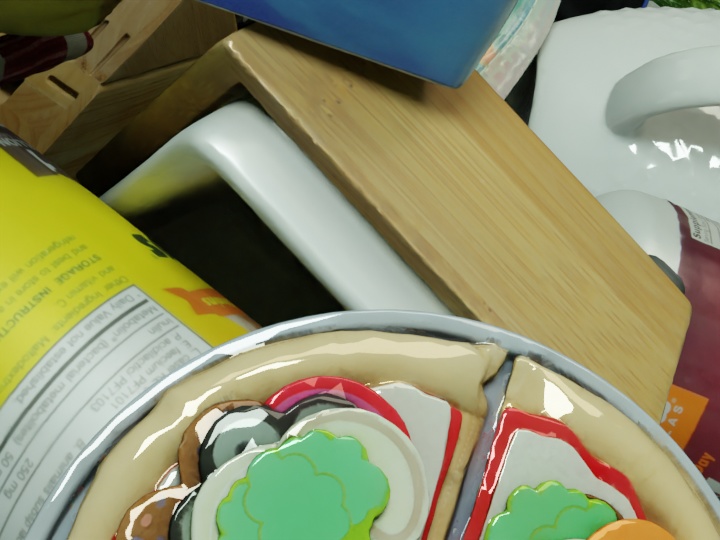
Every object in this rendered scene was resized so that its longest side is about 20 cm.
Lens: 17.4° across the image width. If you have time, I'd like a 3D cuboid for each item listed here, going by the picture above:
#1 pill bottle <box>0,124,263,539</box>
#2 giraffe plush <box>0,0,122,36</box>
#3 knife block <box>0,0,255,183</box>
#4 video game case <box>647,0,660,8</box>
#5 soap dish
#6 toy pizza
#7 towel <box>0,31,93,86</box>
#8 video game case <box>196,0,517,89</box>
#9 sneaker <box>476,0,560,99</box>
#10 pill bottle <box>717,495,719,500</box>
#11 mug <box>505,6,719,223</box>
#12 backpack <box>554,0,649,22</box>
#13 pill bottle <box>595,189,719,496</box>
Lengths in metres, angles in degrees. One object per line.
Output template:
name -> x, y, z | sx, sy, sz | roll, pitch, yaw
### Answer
pill bottle -> -0.069, 0.051, 0.649 | 0.200, 0.110, 0.109 | 37, 28, 18
giraffe plush -> -0.160, -0.130, 0.730 | 0.173, 0.200, 0.162 | 49, -19, -15
knife block -> -0.097, -0.059, 0.895 | 0.064, 0.176, 0.200 | 34, 72, 16
video game case -> 0.156, -0.076, 1.189 | 0.181, 0.024, 0.200 | -5, 42, -47
soap dish -> 0.000, 0.000, 0.696 | 0.157, 0.081, 0.200 | 46, -18, -7
toy pizza -> 0.010, 0.107, 0.562 | 0.199, 0.201, 0.032 | 25, -14, -5
towel -> -0.181, -0.046, 0.701 | 0.143, 0.023, 0.200 | -10, 10, 20
video game case -> -0.052, -0.155, 0.618 | 0.199, 0.046, 0.182 | 18, 48, -16
sneaker -> 0.011, -0.080, 0.911 | 0.080, 0.071, 0.200 | 42, 55, -11
pill bottle -> 0.140, 0.162, 0.648 | 0.111, 0.112, 0.200 | 12, 30, -29
mug -> 0.147, -0.041, 0.935 | 0.174, 0.200, 0.149 | 13, 72, -7
backpack -> 0.043, -0.166, 1.042 | 0.182, 0.201, 0.147 | 16, 28, -20
pill bottle -> 0.117, 0.037, 0.852 | 0.199, 0.110, 0.110 | 22, 27, -12
